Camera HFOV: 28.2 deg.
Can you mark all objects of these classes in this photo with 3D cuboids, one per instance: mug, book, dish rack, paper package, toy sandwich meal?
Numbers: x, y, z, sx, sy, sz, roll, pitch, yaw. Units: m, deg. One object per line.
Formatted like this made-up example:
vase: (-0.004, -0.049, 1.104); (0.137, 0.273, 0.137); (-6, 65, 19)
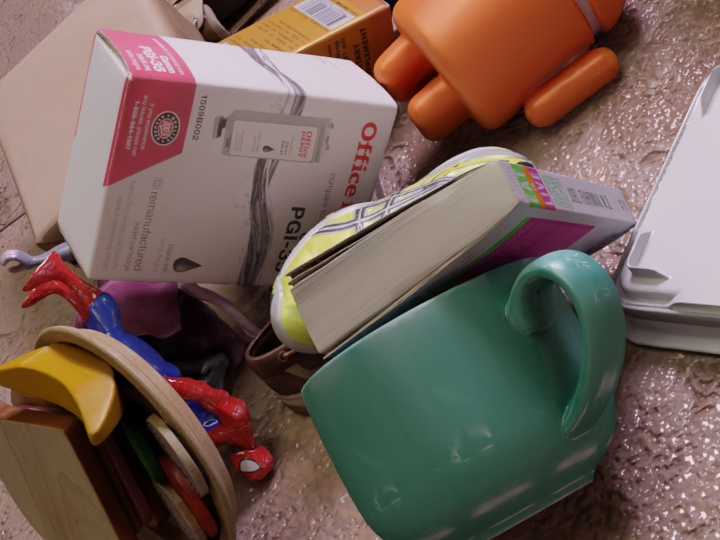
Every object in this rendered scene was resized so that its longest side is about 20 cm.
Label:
mug: (0.060, 0.076, 0.741); (0.151, 0.185, 0.115); (-27, 79, -9)
book: (0.065, -0.006, 0.787); (0.133, 0.199, 0.048); (-32, 75, 22)
dish rack: (0.231, -0.047, 0.802); (0.170, 0.044, 0.202); (5, 60, 46)
paper package: (-0.205, -0.123, 1.215); (0.190, 0.103, 0.201); (-39, 50, 11)
toy sandwich meal: (-0.162, 0.122, 0.899); (0.070, 0.207, 0.204); (-39, 30, -31)

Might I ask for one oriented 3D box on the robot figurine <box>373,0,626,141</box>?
robot figurine: (0.101, -0.180, 0.992); (0.200, 0.117, 0.144); (-41, 37, 5)

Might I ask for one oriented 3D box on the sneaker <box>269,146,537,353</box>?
sneaker: (0.028, -0.020, 0.898); (0.199, 0.076, 0.076); (-36, 7, -11)

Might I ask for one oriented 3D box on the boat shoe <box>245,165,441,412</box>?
boat shoe: (0.000, 0.000, 0.956); (0.200, 0.072, 0.072); (-47, 36, -2)

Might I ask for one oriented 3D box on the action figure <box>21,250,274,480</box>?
action figure: (-0.138, 0.071, 0.944); (0.052, 0.199, 0.065); (-54, 1, -27)

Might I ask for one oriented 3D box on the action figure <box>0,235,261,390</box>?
action figure: (-0.168, 0.011, 1.059); (0.148, 0.134, 0.201); (-37, 40, 10)

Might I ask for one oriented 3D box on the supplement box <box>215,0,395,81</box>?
supplement box: (-0.068, -0.140, 1.058); (0.199, 0.067, 0.069); (-30, 44, -20)

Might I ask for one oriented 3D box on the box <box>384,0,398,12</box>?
box: (0.062, -0.312, 1.166); (0.199, 0.104, 0.149); (-35, 38, 15)

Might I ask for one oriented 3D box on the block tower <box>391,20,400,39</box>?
block tower: (0.114, -0.228, 1.078); (0.200, 0.054, 0.058); (-43, 36, 5)

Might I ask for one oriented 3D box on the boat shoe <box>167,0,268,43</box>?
boat shoe: (-0.153, -0.232, 1.328); (0.200, 0.076, 0.072); (-47, 38, 1)

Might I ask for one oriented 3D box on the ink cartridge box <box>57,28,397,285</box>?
ink cartridge box: (-0.089, -0.072, 0.969); (0.083, 0.198, 0.148); (48, 128, 50)
